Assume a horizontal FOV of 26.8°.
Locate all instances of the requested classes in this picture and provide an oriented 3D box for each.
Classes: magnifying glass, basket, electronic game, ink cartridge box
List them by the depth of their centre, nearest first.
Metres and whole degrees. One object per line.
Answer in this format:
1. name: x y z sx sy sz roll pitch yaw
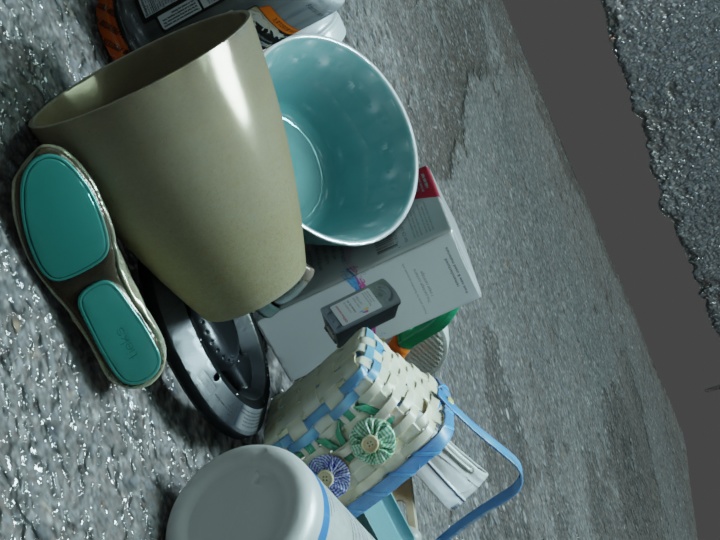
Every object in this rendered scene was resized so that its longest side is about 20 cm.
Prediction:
1. electronic game: -0.132 0.049 1.283 0.201 0.041 0.200 60 13 -24
2. basket: 0.019 0.169 1.325 0.200 0.176 0.139 43 16 -18
3. ink cartridge box: 0.000 0.000 1.428 0.148 0.199 0.086 -103 166 -60
4. magnifying glass: 0.053 0.057 1.521 0.022 0.200 0.080 17 39 -20

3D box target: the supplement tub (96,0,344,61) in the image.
1. supplement tub: -0.123 -0.241 1.314 0.123 0.199 0.123 50 26 -35

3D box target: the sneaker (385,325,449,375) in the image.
1. sneaker: 0.054 0.079 1.649 0.200 0.074 0.082 114 -10 -57

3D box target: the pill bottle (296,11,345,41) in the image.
1. pill bottle: -0.094 -0.328 1.643 0.112 0.112 0.201 -82 150 -54

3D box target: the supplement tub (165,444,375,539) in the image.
1. supplement tub: -0.054 0.238 1.197 0.200 0.131 0.132 53 26 -45

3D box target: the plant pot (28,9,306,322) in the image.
1. plant pot: -0.125 -0.068 1.164 0.201 0.187 0.187 64 20 -18

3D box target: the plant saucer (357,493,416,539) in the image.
1. plant saucer: -0.005 0.194 1.436 0.201 0.019 0.070 62 25 -10

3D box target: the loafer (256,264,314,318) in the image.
1. loafer: -0.116 -0.055 1.315 0.200 0.063 0.072 54 8 1

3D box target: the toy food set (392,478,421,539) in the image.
1. toy food set: 0.009 0.223 1.515 0.200 0.060 0.144 48 30 -53

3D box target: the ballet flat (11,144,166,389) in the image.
1. ballet flat: -0.205 -0.002 1.114 0.062 0.067 0.201 -138 -154 -68

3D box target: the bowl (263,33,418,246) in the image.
1. bowl: -0.055 -0.106 1.388 0.200 0.105 0.202 15 66 -37

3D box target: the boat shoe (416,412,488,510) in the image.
1. boat shoe: 0.057 0.161 1.616 0.200 0.065 0.074 50 3 -1
